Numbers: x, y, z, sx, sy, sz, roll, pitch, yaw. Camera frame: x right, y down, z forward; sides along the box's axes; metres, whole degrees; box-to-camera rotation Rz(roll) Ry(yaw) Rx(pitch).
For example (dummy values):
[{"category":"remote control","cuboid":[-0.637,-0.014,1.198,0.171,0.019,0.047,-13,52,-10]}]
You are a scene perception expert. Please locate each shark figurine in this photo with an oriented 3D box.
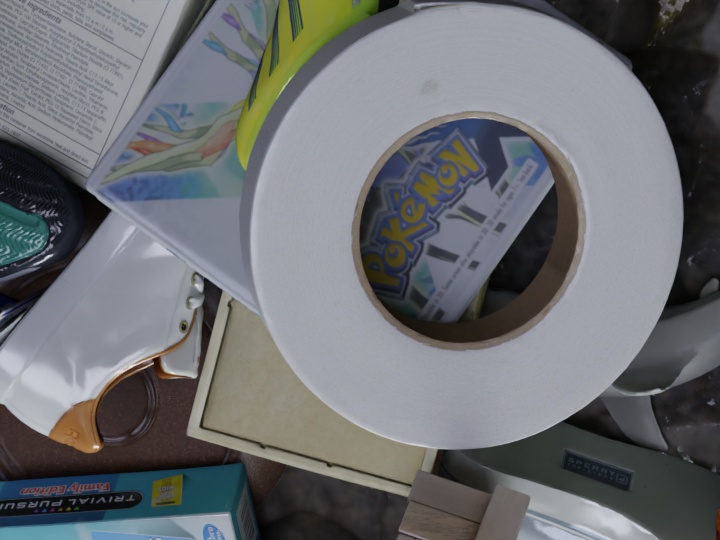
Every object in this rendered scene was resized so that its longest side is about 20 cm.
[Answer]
[{"category":"shark figurine","cuboid":[0.155,0.024,1.031,0.214,0.090,0.129,-29,99,22]}]

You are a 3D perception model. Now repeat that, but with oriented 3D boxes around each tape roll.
[{"category":"tape roll","cuboid":[0.045,-0.022,0.967,0.201,0.037,0.205,-2,103,-10]}]

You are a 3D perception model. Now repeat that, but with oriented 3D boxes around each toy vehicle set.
[{"category":"toy vehicle set","cuboid":[0.000,0.000,1.060,0.123,0.027,0.202,15,91,10]}]

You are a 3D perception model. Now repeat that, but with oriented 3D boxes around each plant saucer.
[{"category":"plant saucer","cuboid":[-0.129,0.061,1.143,0.198,0.032,0.202,4,108,13]}]

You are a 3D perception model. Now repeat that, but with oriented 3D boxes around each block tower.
[{"category":"block tower","cuboid":[0.041,0.169,1.066,0.057,0.054,0.201,18,148,8]}]

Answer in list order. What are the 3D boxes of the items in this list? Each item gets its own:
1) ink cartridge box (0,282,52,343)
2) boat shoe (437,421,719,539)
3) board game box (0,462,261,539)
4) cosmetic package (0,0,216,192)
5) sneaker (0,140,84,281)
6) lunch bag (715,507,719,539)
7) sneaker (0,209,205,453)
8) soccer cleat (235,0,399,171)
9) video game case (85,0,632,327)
[{"category":"ink cartridge box","cuboid":[-0.235,0.064,1.099,0.200,0.095,0.037,-40,90,18]},{"category":"boat shoe","cuboid":[0.128,0.132,1.087,0.199,0.070,0.072,23,131,5]},{"category":"board game box","cuboid":[-0.146,0.183,1.149,0.198,0.047,0.152,-5,118,11]},{"category":"cosmetic package","cuboid":[-0.119,-0.150,1.054,0.103,0.073,0.201,30,111,4]},{"category":"sneaker","cuboid":[-0.214,-0.027,1.101,0.198,0.087,0.075,1,85,25]},{"category":"lunch bag","cuboid":[0.237,0.081,0.963,0.082,0.200,0.177,36,99,0]},{"category":"sneaker","cuboid":[-0.095,0.002,1.071,0.084,0.073,0.200,38,85,1]},{"category":"soccer cleat","cuboid":[-0.011,-0.135,1.004,0.083,0.065,0.201,25,88,35]},{"category":"video game case","cuboid":[-0.001,-0.068,1.026,0.182,0.022,0.201,35,86,6]}]
